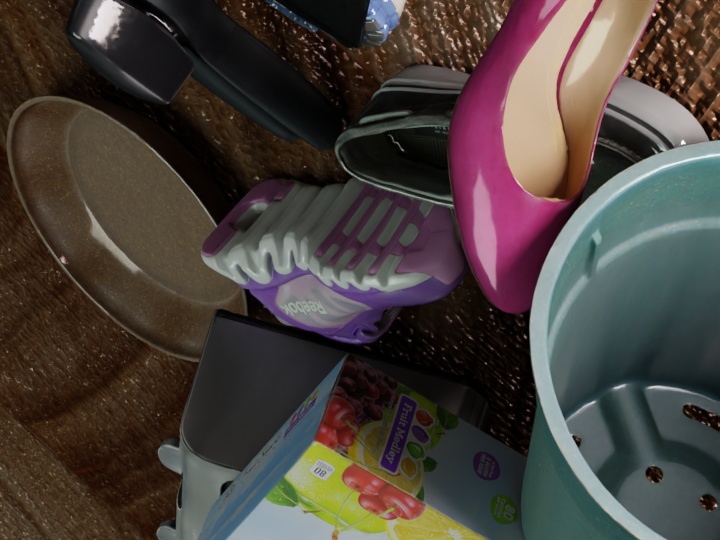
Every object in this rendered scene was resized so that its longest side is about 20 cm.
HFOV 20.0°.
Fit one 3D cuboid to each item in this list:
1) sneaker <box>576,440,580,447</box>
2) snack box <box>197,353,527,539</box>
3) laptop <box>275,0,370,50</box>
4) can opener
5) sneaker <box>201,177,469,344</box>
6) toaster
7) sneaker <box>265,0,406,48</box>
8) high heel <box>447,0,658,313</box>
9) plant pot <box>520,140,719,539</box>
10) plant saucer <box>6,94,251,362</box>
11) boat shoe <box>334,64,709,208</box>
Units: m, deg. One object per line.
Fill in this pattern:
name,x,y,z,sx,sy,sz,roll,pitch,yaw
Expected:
sneaker,0.132,0.162,1.152,0.091,0.078,0.200,29,153,8
snack box,0.031,0.154,1.057,0.199,0.068,0.169,32,136,-10
laptop,-0.029,-0.235,0.833,0.187,0.201,0.116,35,178,17
can opener,-0.079,-0.112,1.036,0.063,0.079,0.200,31,180,38
sneaker,0.000,0.000,1.115,0.199,0.081,0.089,3,136,54
toaster,-0.016,0.137,1.197,0.198,0.119,0.182,15,139,6
sneaker,-0.017,-0.162,0.957,0.077,0.086,0.200,35,179,-31
high heel,0.090,-0.078,0.845,0.096,0.067,0.202,12,102,53
plant pot,0.157,0.078,0.914,0.200,0.200,0.196,38,155,13
plant saucer,-0.136,-0.033,1.268,0.200,0.037,0.201,31,146,23
boat shoe,0.073,-0.050,0.968,0.199,0.071,0.072,9,133,44
